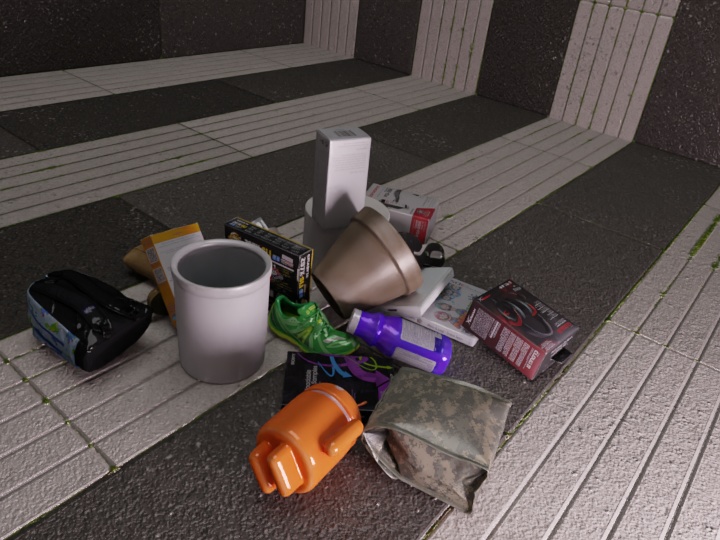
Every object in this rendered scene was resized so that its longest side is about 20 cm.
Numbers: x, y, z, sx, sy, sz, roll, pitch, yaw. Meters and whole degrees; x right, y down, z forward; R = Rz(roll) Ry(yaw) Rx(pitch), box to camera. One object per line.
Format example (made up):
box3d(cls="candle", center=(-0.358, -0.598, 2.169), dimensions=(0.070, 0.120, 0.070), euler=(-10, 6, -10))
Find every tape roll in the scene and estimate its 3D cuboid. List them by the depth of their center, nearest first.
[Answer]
box3d(cls="tape roll", center=(-0.037, -0.081, 1.444), dimensions=(0.200, 0.141, 0.203), euler=(6, 30, -3))

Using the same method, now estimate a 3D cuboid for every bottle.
box3d(cls="bottle", center=(0.072, 0.128, 1.151), dimensions=(0.198, 0.066, 0.084), euler=(21, 26, -5))

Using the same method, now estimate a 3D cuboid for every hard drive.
box3d(cls="hard drive", center=(0.110, 0.045, 1.332), dimensions=(0.130, 0.027, 0.200), euler=(-2, 23, 30))

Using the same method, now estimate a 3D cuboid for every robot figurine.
box3d(cls="robot figurine", center=(-0.076, 0.245, 0.912), dimensions=(0.116, 0.144, 0.199), euler=(42, 41, 13))

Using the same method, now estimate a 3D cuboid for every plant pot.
box3d(cls="plant pot", center=(0.000, 0.000, 1.244), dimensions=(0.173, 0.201, 0.200), euler=(-36, 44, -11))

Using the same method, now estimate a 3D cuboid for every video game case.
box3d(cls="video game case", center=(0.202, 0.078, 1.345), dimensions=(0.180, 0.024, 0.200), euler=(22, 34, 23))

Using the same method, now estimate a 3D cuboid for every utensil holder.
box3d(cls="utensil holder", center=(-0.245, 0.071, 1.083), dimensions=(0.167, 0.202, 0.171), euler=(6, 31, -3))

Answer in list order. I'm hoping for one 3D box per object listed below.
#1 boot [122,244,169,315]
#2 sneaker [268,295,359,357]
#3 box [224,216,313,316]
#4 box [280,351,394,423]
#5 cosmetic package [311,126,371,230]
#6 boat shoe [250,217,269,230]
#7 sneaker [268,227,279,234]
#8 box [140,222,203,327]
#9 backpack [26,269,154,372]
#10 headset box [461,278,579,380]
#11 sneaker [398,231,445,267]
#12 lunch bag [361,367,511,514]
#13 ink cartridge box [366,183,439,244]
box3d(cls="boot", center=(-0.427, 0.014, 1.280), dimensions=(0.198, 0.067, 0.175), euler=(24, 25, 27))
box3d(cls="sneaker", center=(-0.094, 0.108, 1.169), dimensions=(0.198, 0.084, 0.074), euler=(21, 33, 21))
box3d(cls="box", center=(-0.192, -0.001, 1.255), dimensions=(0.198, 0.161, 0.049), euler=(22, 32, 25))
box3d(cls="box", center=(-0.037, 0.203, 1.071), dimensions=(0.197, 0.037, 0.144), euler=(3, 31, -4))
box3d(cls="cosmetic package", center=(-0.043, -0.194, 1.297), dimensions=(0.101, 0.202, 0.074), euler=(-9, 34, -27))
box3d(cls="boat shoe", center=(-0.174, -0.030, 1.324), dimensions=(0.068, 0.072, 0.200), euler=(-42, 79, -12))
box3d(cls="sneaker", center=(-0.254, -0.024, 1.366), dimensions=(0.198, 0.072, 0.080), euler=(-27, 74, -21))
box3d(cls="box", center=(-0.337, 0.017, 1.197), dimensions=(0.041, 0.202, 0.119), euler=(-15, 6, 37))
box3d(cls="backpack", center=(-0.498, 0.082, 1.086), dimensions=(0.199, 0.154, 0.163), euler=(37, 39, 6))
box3d(cls="headset box", center=(0.330, 0.119, 1.232), dimensions=(0.148, 0.076, 0.200), euler=(-21, 49, -42))
box3d(cls="sneaker", center=(0.097, -0.033, 1.423), dimensions=(0.114, 0.077, 0.199), euler=(-12, -16, 41))
box3d(cls="lunch bag", center=(0.112, 0.248, 0.950), dimensions=(0.198, 0.119, 0.164), euler=(22, 34, 14))
box3d(cls="ink cartridge box", center=(0.100, -0.153, 1.650), dimensions=(0.198, 0.084, 0.147), euler=(15, 32, 11))
